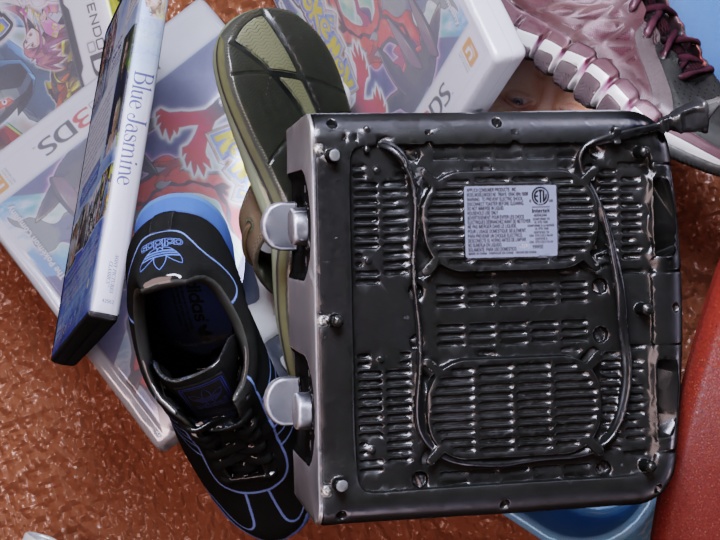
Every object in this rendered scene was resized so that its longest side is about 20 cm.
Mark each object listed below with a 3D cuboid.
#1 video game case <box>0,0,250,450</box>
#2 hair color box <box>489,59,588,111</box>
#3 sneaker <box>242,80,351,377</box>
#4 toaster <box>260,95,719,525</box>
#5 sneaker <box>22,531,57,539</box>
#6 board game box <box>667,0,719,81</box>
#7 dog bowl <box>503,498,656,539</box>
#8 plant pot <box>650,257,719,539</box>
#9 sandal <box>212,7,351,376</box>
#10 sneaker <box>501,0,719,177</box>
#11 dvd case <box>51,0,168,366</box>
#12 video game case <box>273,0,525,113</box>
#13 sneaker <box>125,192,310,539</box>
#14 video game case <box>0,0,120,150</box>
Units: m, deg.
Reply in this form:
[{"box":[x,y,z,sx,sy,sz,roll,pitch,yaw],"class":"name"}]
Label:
[{"box":[-0.103,-0.030,1.039,0.182,0.023,0.200,-38,77,-6],"class":"video game case"},{"box":[0.117,-0.123,0.983,0.099,0.060,0.202,15,94,20],"class":"hair color box"},{"box":[0.000,0.000,0.965,0.129,0.080,0.201,14,77,5],"class":"sneaker"},{"box":[0.057,0.015,0.829,0.198,0.119,0.183,-2,92,-14],"class":"toaster"},{"box":[-0.207,0.236,1.086,0.199,0.080,0.148,-14,76,22],"class":"sneaker"},{"box":[0.248,-0.165,0.936,0.198,0.039,0.159,11,103,4],"class":"board game box"},{"box":[0.089,0.081,0.992,0.199,0.050,0.112,32,99,18],"class":"dog bowl"},{"box":[0.248,0.094,0.865,0.199,0.200,0.177,30,107,19],"class":"plant pot"},{"box":[-0.029,-0.031,0.903,0.057,0.079,0.203,-13,92,56],"class":"sandal"},{"box":[0.141,-0.137,0.895,0.200,0.076,0.116,37,109,17],"class":"sneaker"},{"box":[-0.133,-0.058,0.959,0.017,0.143,0.202,11,75,-15],"class":"dvd case"},{"box":[0.008,-0.146,0.966,0.201,0.023,0.182,66,152,20],"class":"video game case"},{"box":[-0.070,0.064,0.885,0.070,0.078,0.201,-16,117,9],"class":"sneaker"},{"box":[-0.232,-0.118,1.129,0.199,0.025,0.182,-17,83,19],"class":"video game case"}]
